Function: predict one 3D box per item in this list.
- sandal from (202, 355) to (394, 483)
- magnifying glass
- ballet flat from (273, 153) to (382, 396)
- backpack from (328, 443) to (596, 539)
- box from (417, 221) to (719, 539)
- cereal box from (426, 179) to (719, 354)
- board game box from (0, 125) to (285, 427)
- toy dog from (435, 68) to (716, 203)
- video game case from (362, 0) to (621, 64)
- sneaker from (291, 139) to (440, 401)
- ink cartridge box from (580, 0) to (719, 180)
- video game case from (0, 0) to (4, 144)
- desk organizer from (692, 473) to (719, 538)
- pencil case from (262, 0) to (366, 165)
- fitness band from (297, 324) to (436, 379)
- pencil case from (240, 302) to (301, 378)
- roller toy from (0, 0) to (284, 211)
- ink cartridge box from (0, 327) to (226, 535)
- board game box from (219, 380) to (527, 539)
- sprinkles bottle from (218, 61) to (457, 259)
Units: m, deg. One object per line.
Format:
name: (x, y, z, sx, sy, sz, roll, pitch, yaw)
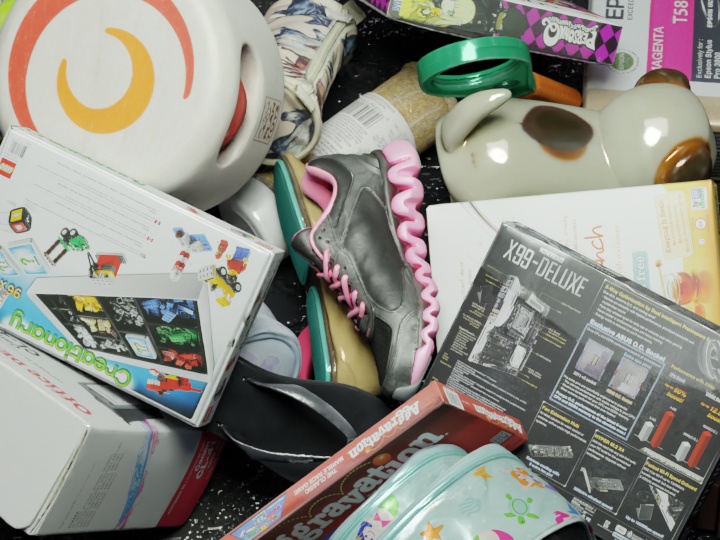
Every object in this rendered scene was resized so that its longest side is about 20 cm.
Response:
sandal: (-0.058, 0.101, 1.308, 0.200, 0.043, 0.076, 21, 96, -10)
magnifying glass: (0.109, -0.138, 1.415, 0.080, 0.200, 0.022, -18, 78, 29)
ballet flat: (-0.016, 0.005, 1.401, 0.063, 0.069, 0.200, -7, 67, -14)
backpack: (0.062, 0.199, 1.201, 0.178, 0.200, 0.151, -43, 64, -9)
box: (0.149, 0.080, 1.282, 0.200, 0.050, 0.158, 28, 99, 16)
cereal box: (0.149, 0.018, 1.331, 0.200, 0.040, 0.144, -6, 87, 16)
board game box: (-0.165, 0.003, 1.275, 0.200, 0.035, 0.126, 26, 97, 10)
toy dog: (0.160, -0.082, 1.424, 0.200, 0.194, 0.140, -10, 42, 4)
video game case: (0.083, -0.208, 1.499, 0.181, 0.036, 0.200, 11, 13, -16)
sneaker: (0.000, 0.000, 1.337, 0.095, 0.079, 0.200, 1, 58, -14)
ink cartridge box: (0.261, -0.171, 1.546, 0.165, 0.075, 0.200, 4, 55, 5)
video game case: (-0.232, -0.165, 1.508, 0.200, 0.181, 0.036, 1, 51, 5)
desk organizer: (0.232, 0.079, 1.371, 0.077, 0.072, 0.200, 8, 55, 12)
pencil case: (-0.053, -0.152, 1.500, 0.078, 0.089, 0.200, 42, 27, -13)
fitness band: (0.041, 0.095, 1.396, 0.200, 0.037, 0.144, 25, 57, 19)
pencil case: (-0.121, 0.022, 1.409, 0.083, 0.091, 0.200, -30, 51, -13)
roller toy: (-0.150, -0.128, 1.362, 0.182, 0.140, 0.200, -30, 79, 14)
ink cartridge box: (-0.200, 0.105, 1.297, 0.148, 0.200, 0.086, 31, 95, 21)
board game box: (0.003, 0.146, 1.258, 0.200, 0.103, 0.019, -38, 53, 20)
sprinkles bottle: (-0.014, -0.084, 1.505, 0.200, 0.068, 0.068, -37, 60, -21)
